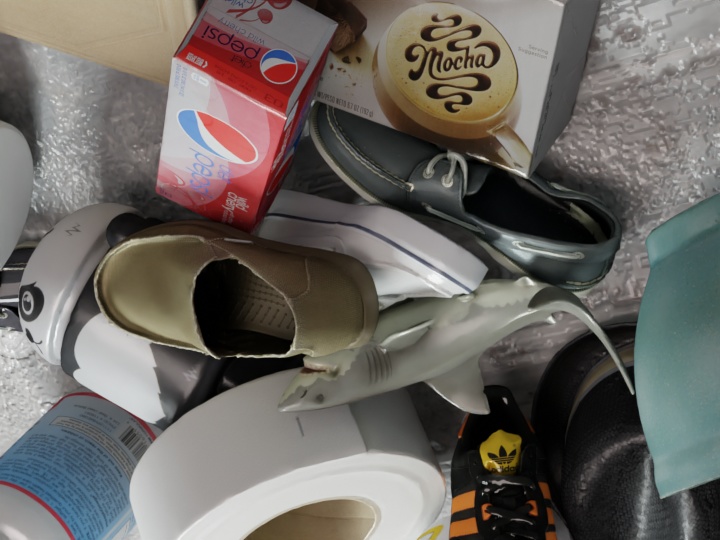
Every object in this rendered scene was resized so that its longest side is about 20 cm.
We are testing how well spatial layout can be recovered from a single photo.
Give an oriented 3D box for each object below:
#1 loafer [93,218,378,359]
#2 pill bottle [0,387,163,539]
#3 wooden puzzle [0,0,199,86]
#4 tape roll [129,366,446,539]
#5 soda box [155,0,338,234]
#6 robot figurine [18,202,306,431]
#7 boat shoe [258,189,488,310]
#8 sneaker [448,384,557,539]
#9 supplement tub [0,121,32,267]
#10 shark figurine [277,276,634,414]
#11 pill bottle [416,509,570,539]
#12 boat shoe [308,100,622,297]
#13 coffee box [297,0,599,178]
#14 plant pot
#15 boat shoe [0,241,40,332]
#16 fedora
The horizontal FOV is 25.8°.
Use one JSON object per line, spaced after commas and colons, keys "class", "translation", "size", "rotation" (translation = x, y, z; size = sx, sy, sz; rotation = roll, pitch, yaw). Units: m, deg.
{"class": "loafer", "translation": [-0.085, 0.012, 0.922], "size": [0.199, 0.067, 0.077], "rotation": [2, 99, 33]}
{"class": "pill bottle", "translation": [-0.230, 0.179, 1.147], "size": [0.108, 0.200, 0.109], "rotation": [13, 124, 21]}
{"class": "wooden puzzle", "translation": [-0.180, -0.184, 0.952], "size": [0.199, 0.037, 0.185], "rotation": [23, 159, 8]}
{"class": "tape roll", "translation": [-0.046, 0.147, 1.029], "size": [0.203, 0.201, 0.071], "rotation": [-55, 45, 39]}
{"class": "soda box", "translation": [-0.069, -0.087, 0.882], "size": [0.070, 0.064, 0.200], "rotation": [27, 160, 0]}
{"class": "robot figurine", "translation": [-0.133, 0.038, 1.055], "size": [0.199, 0.125, 0.151], "rotation": [29, 103, 10]}
{"class": "boat shoe", "translation": [0.000, 0.000, 0.949], "size": [0.073, 0.066, 0.200], "rotation": [32, 170, -30]}
{"class": "sneaker", "translation": [0.083, 0.146, 0.941], "size": [0.070, 0.200, 0.091], "rotation": [-4, 117, 1]}
{"class": "supplement tub", "translation": [-0.345, -0.071, 1.094], "size": [0.199, 0.132, 0.133], "rotation": [19, 126, 18]}
{"class": "shark figurine", "translation": [0.070, 0.049, 0.934], "size": [0.214, 0.128, 0.090], "rotation": [-16, 107, 32]}
{"class": "pill bottle", "translation": [0.065, 0.226, 1.011], "size": [0.111, 0.200, 0.112], "rotation": [13, 122, 22]}
{"class": "boat shoe", "translation": [0.064, -0.056, 0.916], "size": [0.199, 0.073, 0.062], "rotation": [32, 155, -1]}
{"class": "coffee box", "translation": [0.026, -0.147, 0.884], "size": [0.199, 0.080, 0.113], "rotation": [22, 130, 16]}
{"class": "plant pot", "translation": [0.227, 0.022, 0.824], "size": [0.200, 0.200, 0.135], "rotation": [-29, 75, 38]}
{"class": "boat shoe", "translation": [-0.277, 0.024, 1.167], "size": [0.199, 0.063, 0.073], "rotation": [-1, 117, 29]}
{"class": "fedora", "translation": [0.177, 0.134, 0.963], "size": [0.200, 0.092, 0.202], "rotation": [14, 124, 22]}
